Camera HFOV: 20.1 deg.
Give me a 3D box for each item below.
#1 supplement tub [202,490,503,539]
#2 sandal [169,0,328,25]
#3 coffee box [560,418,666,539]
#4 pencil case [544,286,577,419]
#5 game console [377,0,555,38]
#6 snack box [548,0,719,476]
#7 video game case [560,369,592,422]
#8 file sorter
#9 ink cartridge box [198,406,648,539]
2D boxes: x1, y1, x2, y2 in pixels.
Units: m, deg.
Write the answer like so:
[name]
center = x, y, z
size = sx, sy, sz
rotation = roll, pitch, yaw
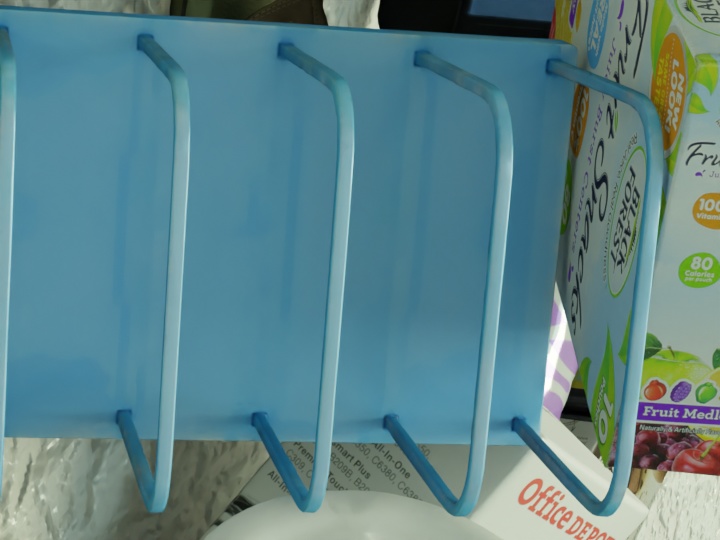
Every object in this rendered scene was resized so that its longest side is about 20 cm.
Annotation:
[supplement tub]
center = -0.012, 0.182, 0.637
size = 0.132, 0.131, 0.201
rotation = -42, 152, -52
[sandal]
center = -0.040, -0.062, 0.754
size = 0.080, 0.057, 0.202
rotation = 46, 58, -59
[coffee box]
center = 0.121, 0.083, 1.113
size = 0.200, 0.079, 0.114
rotation = -55, 146, -41
[pencil case]
center = 0.079, -0.001, 1.000
size = 0.086, 0.083, 0.201
rotation = 134, -22, -71
[game console]
center = 0.102, -0.183, 0.832
size = 0.118, 0.199, 0.172
rotation = 52, 50, -58
[snack box]
center = 0.101, -0.048, 0.678
size = 0.200, 0.053, 0.143
rotation = -97, -169, -58
[video game case]
center = 0.163, -0.005, 1.049
size = 0.201, 0.180, 0.026
rotation = -63, 143, -31
[file sorter]
center = -0.019, 0.000, 0.622
size = 0.123, 0.198, 0.140
rotation = -133, -133, -72
[ink cartridge box]
center = 0.004, 0.128, 0.795
size = 0.200, 0.084, 0.146
rotation = -49, 151, 3
